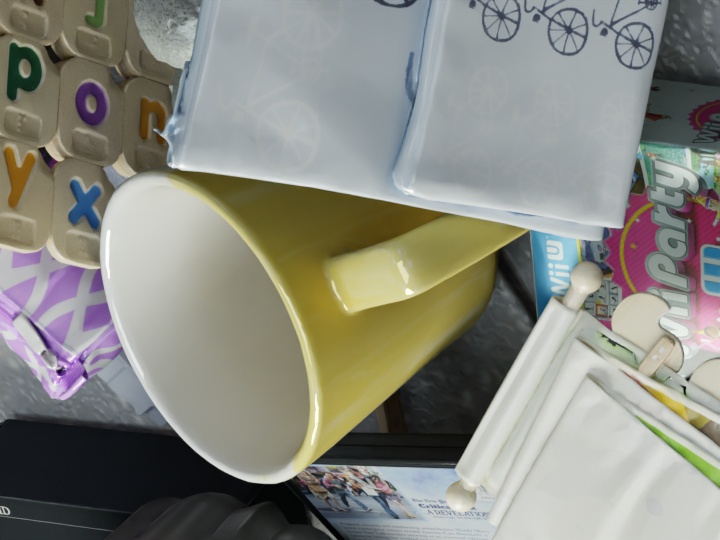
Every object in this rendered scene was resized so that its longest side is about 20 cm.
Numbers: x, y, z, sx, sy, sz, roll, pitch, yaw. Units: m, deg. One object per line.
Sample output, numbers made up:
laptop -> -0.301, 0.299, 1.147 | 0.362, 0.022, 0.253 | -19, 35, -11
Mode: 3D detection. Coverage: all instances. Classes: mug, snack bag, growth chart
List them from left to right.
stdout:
mug -> -0.003, 0.005, 0.849 | 0.186, 0.153, 0.150 | 27, 131, 39
snack bag -> 0.033, -0.116, 0.716 | 0.199, 0.021, 0.189 | 9, 98, -23
growth chart -> 0.125, 0.104, 0.758 | 0.200, 0.018, 0.145 | 46, 112, 23

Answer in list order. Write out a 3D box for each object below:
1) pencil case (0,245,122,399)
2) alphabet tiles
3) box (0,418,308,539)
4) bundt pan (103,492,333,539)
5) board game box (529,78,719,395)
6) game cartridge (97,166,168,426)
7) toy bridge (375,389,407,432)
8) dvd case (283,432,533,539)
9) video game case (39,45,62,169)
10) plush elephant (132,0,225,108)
pencil case -> -0.200, -0.015, 0.961 | 0.200, 0.086, 0.084 | 39, 129, 3
alphabet tiles -> -0.156, -0.104, 0.851 | 0.015, 0.200, 0.196 | -9, 75, 40
box -> -0.128, 0.170, 1.078 | 0.199, 0.079, 0.142 | 4, 124, 26
bundt pan -> -0.057, 0.194, 0.951 | 0.201, 0.076, 0.202 | 17, 131, 20
board game box -> 0.177, -0.001, 0.815 | 0.199, 0.064, 0.148 | 10, 126, 28
game cartridge -> -0.137, -0.020, 1.000 | 0.200, 0.041, 0.133 | 47, 131, -4
toy bridge -> 0.059, 0.123, 0.985 | 0.067, 0.027, 0.200 | -28, 102, 38
dvd case -> 0.057, 0.136, 0.909 | 0.142, 0.018, 0.200 | -1, 145, 30
video game case -> -0.210, -0.117, 0.853 | 0.036, 0.200, 0.182 | -7, 98, 26
plush elephant -> -0.056, -0.138, 0.824 | 0.164, 0.200, 0.155 | 24, 150, 29
